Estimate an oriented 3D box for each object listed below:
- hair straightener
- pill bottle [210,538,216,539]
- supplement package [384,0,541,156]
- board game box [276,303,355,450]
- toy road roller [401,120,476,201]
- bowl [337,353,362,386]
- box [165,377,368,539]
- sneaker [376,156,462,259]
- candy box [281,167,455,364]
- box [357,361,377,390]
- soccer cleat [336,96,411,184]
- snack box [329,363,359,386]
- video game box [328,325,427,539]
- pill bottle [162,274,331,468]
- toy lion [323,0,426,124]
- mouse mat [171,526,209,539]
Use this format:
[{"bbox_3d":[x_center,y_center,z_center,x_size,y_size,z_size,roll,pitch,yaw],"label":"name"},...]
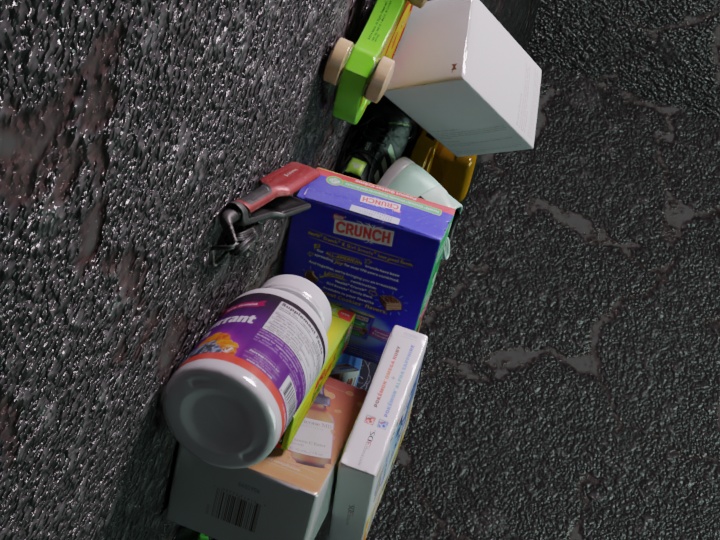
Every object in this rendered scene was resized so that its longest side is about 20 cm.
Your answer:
[{"bbox_3d":[-0.090,-0.042,1.023,0.200,0.041,0.077,-52,161,-66],"label":"hair straightener"},{"bbox_3d":[-0.164,0.364,1.248,0.200,0.111,0.111,47,64,-81],"label":"pill bottle"},{"bbox_3d":[0.129,-0.237,1.376,0.200,0.117,0.117,31,63,-52],"label":"supplement package"},{"bbox_3d":[-0.086,0.097,1.182,0.200,0.102,0.048,-58,167,-55],"label":"board game box"},{"bbox_3d":[0.101,-0.180,1.585,0.123,0.146,0.200,102,11,-47],"label":"toy road roller"},{"bbox_3d":[-0.051,0.129,1.456,0.201,0.039,0.201,-164,-90,-73],"label":"bowl"},{"bbox_3d":[-0.094,0.196,1.190,0.200,0.152,0.106,-58,164,-60],"label":"box"},{"bbox_3d":[0.040,-0.027,1.359,0.200,0.118,0.074,-56,160,10],"label":"sneaker"},{"bbox_3d":[0.000,0.000,1.274,0.077,0.169,0.200,-65,172,-51],"label":"candy box"},{"bbox_3d":[-0.017,0.179,1.680,0.200,0.148,0.107,-61,168,-46],"label":"box"},{"bbox_3d":[0.010,-0.139,1.373,0.081,0.067,0.200,2,111,-80],"label":"soccer cleat"},{"bbox_3d":[-0.059,0.209,1.336,0.072,0.024,0.200,0,112,-57],"label":"snack box"},{"bbox_3d":[0.019,0.189,1.231,0.200,0.047,0.182,97,16,-54],"label":"video game box"},{"bbox_3d":[-0.096,0.085,1.049,0.200,0.111,0.111,-58,166,-57],"label":"pill bottle"},{"bbox_3d":[0.018,-0.244,1.215,0.192,0.069,0.200,111,3,-69],"label":"toy lion"},{"bbox_3d":[-0.217,0.365,1.319,0.200,0.008,0.161,2,108,-83],"label":"mouse mat"}]
